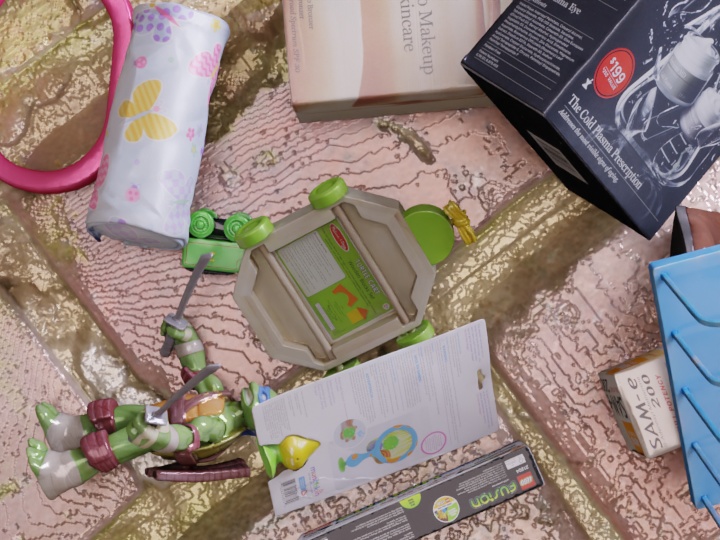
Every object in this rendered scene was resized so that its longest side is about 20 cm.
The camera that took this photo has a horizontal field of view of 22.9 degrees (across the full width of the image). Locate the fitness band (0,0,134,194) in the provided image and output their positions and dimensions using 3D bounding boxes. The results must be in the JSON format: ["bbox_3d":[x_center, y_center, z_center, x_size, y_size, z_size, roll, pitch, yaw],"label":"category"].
[{"bbox_3d":[-0.259,-0.164,1.483,0.143,0.037,0.201,5,88,2],"label":"fitness band"}]

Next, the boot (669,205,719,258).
[{"bbox_3d":[0.339,-0.006,1.363,0.199,0.188,0.069,6,91,14],"label":"boot"}]

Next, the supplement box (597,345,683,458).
[{"bbox_3d":[0.296,0.077,1.400,0.200,0.126,0.074,-22,87,0],"label":"supplement box"}]

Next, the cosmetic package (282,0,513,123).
[{"bbox_3d":[0.041,-0.183,1.447,0.199,0.087,0.104,-6,85,2],"label":"cosmetic package"}]

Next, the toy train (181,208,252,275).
[{"bbox_3d":[-0.052,-0.014,1.465,0.199,0.042,0.057,7,96,3],"label":"toy train"}]

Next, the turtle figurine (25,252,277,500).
[{"bbox_3d":[-0.174,0.092,1.410,0.193,0.200,0.144,-19,57,6],"label":"turtle figurine"}]

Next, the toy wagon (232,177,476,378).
[{"bbox_3d":[0.000,0.000,1.426,0.200,0.040,0.155,-27,110,12],"label":"toy wagon"}]

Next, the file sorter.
[{"bbox_3d":[0.303,0.087,1.265,0.138,0.123,0.201,-15,110,-3],"label":"file sorter"}]

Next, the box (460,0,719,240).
[{"bbox_3d":[0.208,-0.158,1.375,0.182,0.200,0.104,-51,47,-2],"label":"box"}]

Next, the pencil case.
[{"bbox_3d":[-0.162,-0.116,1.442,0.083,0.091,0.201,9,82,12],"label":"pencil case"}]

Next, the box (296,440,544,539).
[{"bbox_3d":[0.045,0.190,1.411,0.200,0.110,0.035,-24,86,1],"label":"box"}]

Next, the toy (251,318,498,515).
[{"bbox_3d":[0.008,0.110,1.423,0.200,0.047,0.115,-22,126,-17],"label":"toy"}]
